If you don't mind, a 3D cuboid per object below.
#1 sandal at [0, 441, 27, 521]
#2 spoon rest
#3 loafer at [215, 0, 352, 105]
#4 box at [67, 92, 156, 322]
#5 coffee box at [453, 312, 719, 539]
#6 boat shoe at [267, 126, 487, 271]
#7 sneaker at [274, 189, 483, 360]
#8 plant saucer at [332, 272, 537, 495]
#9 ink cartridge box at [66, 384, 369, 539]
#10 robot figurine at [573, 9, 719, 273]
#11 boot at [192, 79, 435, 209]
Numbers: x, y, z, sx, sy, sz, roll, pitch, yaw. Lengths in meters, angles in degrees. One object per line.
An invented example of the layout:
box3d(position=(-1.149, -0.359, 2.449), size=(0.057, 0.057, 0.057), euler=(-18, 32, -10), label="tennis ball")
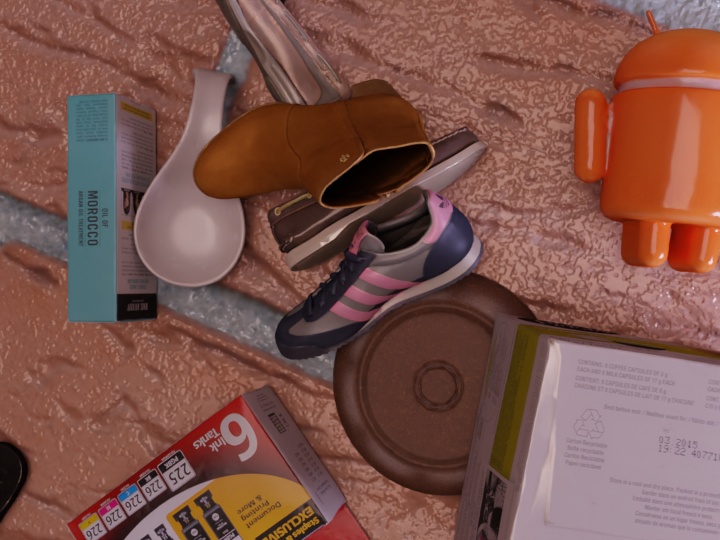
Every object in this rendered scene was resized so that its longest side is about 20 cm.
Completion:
box3d(position=(-0.390, 0.256, 0.877), size=(0.075, 0.045, 0.200), euler=(28, 95, 10), label="sandal")
box3d(position=(-0.147, -0.085, 0.821), size=(0.099, 0.061, 0.201), euler=(7, 89, -8), label="spoon rest")
box3d(position=(-0.079, -0.221, 0.818), size=(0.063, 0.072, 0.200), euler=(-30, 90, -7), label="loafer")
box3d(position=(-0.225, -0.053, 0.831), size=(0.049, 0.082, 0.201), euler=(-1, 89, 13), label="box")
box3d(position=(0.192, 0.149, 0.666), size=(0.199, 0.198, 0.201), euler=(10, 92, -2), label="coffee box")
box3d(position=(0.012, -0.073, 0.790), size=(0.200, 0.072, 0.060), euler=(-31, 78, 9), label="boat shoe")
box3d(position=(0.000, 0.000, 0.775), size=(0.200, 0.070, 0.082), euler=(-32, 124, 8), label="sneaker")
box3d(position=(0.069, 0.098, 0.792), size=(0.200, 0.037, 0.201), euler=(0, 90, 12), label="plant saucer")
box3d(position=(-0.120, 0.231, 0.803), size=(0.200, 0.084, 0.176), euler=(-37, 83, 8), label="ink cartridge box")
box3d(position=(0.253, -0.100, 0.718), size=(0.144, 0.116, 0.201), euler=(7, 91, 39), label="robot figurine")
box3d(position=(-0.045, -0.086, 0.733), size=(0.201, 0.144, 0.071), euler=(-23, 122, 5), label="boot")
